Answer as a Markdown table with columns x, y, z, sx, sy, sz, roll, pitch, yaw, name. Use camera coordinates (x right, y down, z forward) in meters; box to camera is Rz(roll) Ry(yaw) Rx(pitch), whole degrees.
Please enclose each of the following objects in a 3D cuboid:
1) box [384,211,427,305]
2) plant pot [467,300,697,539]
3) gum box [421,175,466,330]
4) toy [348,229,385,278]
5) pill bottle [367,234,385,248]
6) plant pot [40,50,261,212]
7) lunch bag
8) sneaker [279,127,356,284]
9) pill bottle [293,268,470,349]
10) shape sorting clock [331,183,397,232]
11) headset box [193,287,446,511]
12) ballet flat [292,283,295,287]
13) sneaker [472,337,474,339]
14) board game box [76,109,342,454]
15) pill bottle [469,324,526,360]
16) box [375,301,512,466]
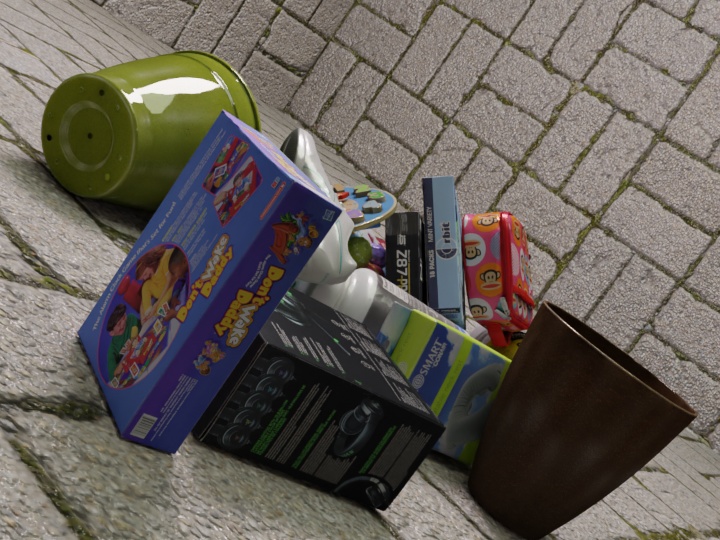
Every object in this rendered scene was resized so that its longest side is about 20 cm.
| x | y | z | sx | sy | sz | roll | pitch | yaw | name |
| --- | --- | --- | --- | --- | --- | --- | --- | --- | --- |
| 0.063 | 0.022 | 1.297 | 0.049 | 0.162 | 0.200 | -3 | -10 | 8 | box |
| 0.204 | 0.166 | 1.018 | 0.186 | 0.201 | 0.187 | 34 | 10 | -6 | plant pot |
| 0.113 | -0.012 | 1.324 | 0.044 | 0.171 | 0.200 | -3 | -15 | 8 | gum box |
| 0.000 | 0.000 | 1.240 | 0.116 | 0.047 | 0.200 | 61 | 33 | -19 | toy |
| -0.020 | -0.004 | 1.370 | 0.109 | 0.110 | 0.200 | 39 | 10 | 26 | pill bottle |
| -0.245 | -0.150 | 1.121 | 0.200 | 0.201 | 0.193 | 38 | 22 | 16 | plant pot |
| 0.194 | 0.018 | 1.404 | 0.081 | 0.178 | 0.200 | -5 | -10 | 17 | lunch bag |
| -0.053 | -0.065 | 1.064 | 0.080 | 0.070 | 0.201 | 17 | 48 | -30 | sneaker |
| 0.016 | 0.069 | 1.111 | 0.199 | 0.114 | 0.114 | 32 | 9 | -17 | pill bottle |
| -0.055 | -0.073 | 1.217 | 0.198 | 0.040 | 0.200 | -8 | 16 | 2 | shape sorting clock |
| -0.060 | 0.083 | 0.814 | 0.199 | 0.093 | 0.174 | 29 | 11 | -34 | headset box |
| -0.116 | 0.012 | 1.023 | 0.074 | 0.074 | 0.200 | 35 | 9 | 2 | ballet flat |
| 0.120 | 0.116 | 1.277 | 0.076 | 0.081 | 0.200 | 37 | 0 | 26 | sneaker |
| -0.111 | 0.004 | 0.690 | 0.045 | 0.201 | 0.134 | 28 | 11 | -38 | board game box |
| 0.232 | 0.156 | 1.464 | 0.112 | 0.113 | 0.200 | 29 | 10 | -32 | pill bottle |
| 0.088 | 0.125 | 1.045 | 0.199 | 0.123 | 0.048 | 29 | -3 | -38 | box |
